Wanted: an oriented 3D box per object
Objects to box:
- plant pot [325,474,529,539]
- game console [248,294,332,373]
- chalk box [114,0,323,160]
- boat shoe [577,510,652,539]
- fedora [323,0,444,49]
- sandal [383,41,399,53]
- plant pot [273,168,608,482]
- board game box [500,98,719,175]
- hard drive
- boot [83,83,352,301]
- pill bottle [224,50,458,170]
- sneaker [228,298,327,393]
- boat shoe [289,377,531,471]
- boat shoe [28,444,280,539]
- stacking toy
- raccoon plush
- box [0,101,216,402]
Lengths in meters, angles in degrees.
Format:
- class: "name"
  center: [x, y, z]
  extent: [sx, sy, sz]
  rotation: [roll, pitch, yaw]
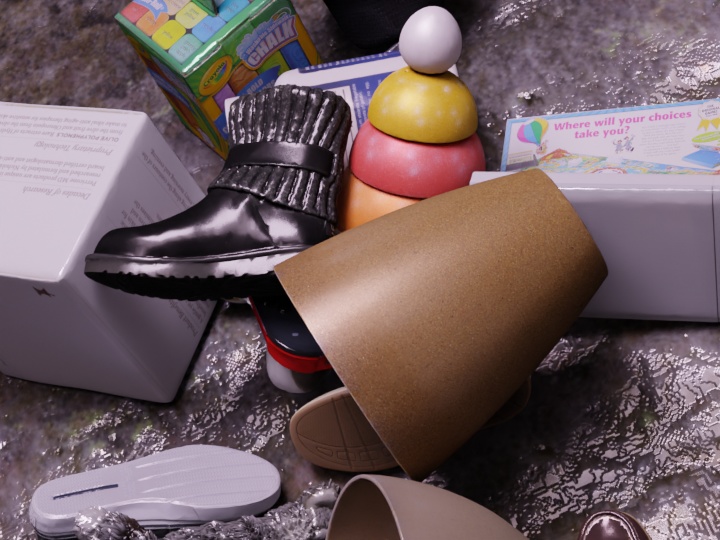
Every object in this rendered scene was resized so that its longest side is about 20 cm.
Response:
- class: "plant pot"
  center: [0.063, 0.241, 1.157]
  extent: [0.133, 0.201, 0.201]
  rotation: [2, 49, -18]
- class: "game console"
  center: [0.000, 0.000, 1.380]
  extent: [0.199, 0.031, 0.178]
  rotation: [-8, 51, -20]
- class: "chalk box"
  center: [-0.127, -0.206, 1.533]
  extent: [0.124, 0.200, 0.125]
  rotation: [-42, 50, -8]
- class: "boat shoe"
  center: [0.176, 0.247, 1.156]
  extent: [0.072, 0.072, 0.201]
  rotation: [-10, 53, 17]
- class: "fedora"
  center: [0.024, -0.260, 1.550]
  extent: [0.199, 0.092, 0.201]
  rotation: [-19, 16, 6]
- class: "sandal"
  center: [-0.011, -0.140, 1.532]
  extent: [0.199, 0.076, 0.043]
  rotation: [-28, 6, -2]
- class: "plant pot"
  center: [0.069, 0.020, 1.210]
  extent: [0.199, 0.187, 0.187]
  rotation: [-34, 50, -1]
- class: "board game box"
  center: [0.212, -0.072, 1.393]
  extent: [0.199, 0.034, 0.135]
  rotation: [-4, 55, 22]
- class: "hard drive"
  center: [0.189, -0.017, 1.286]
  extent: [0.199, 0.132, 0.027]
  rotation: [2, 43, 17]
- class: "boot"
  center: [-0.110, -0.061, 1.325]
  extent: [0.209, 0.079, 0.159]
  rotation: [-2, 74, 3]
- class: "pill bottle"
  center: [-0.012, -0.124, 1.454]
  extent: [0.198, 0.111, 0.111]
  rotation: [-10, 51, -1]
- class: "sneaker"
  center: [-0.080, 0.028, 1.434]
  extent: [0.115, 0.074, 0.201]
  rotation: [-9, 44, 20]
- class: "boat shoe"
  center: [0.041, 0.103, 1.332]
  extent: [0.199, 0.073, 0.065]
  rotation: [-19, 14, 16]
- class: "boat shoe"
  center: [-0.162, 0.191, 1.352]
  extent: [0.198, 0.071, 0.072]
  rotation: [-6, 38, -4]
- class: "stacking toy"
  center: [0.051, -0.110, 1.333]
  extent: [0.145, 0.201, 0.146]
  rotation: [7, 27, -4]
- class: "raccoon plush"
  center: [-0.101, 0.191, 1.275]
  extent: [0.199, 0.097, 0.134]
  rotation: [34, 68, 4]
- class: "box"
  center: [-0.248, -0.016, 1.452]
  extent: [0.199, 0.199, 0.172]
  rotation: [6, 59, 29]
